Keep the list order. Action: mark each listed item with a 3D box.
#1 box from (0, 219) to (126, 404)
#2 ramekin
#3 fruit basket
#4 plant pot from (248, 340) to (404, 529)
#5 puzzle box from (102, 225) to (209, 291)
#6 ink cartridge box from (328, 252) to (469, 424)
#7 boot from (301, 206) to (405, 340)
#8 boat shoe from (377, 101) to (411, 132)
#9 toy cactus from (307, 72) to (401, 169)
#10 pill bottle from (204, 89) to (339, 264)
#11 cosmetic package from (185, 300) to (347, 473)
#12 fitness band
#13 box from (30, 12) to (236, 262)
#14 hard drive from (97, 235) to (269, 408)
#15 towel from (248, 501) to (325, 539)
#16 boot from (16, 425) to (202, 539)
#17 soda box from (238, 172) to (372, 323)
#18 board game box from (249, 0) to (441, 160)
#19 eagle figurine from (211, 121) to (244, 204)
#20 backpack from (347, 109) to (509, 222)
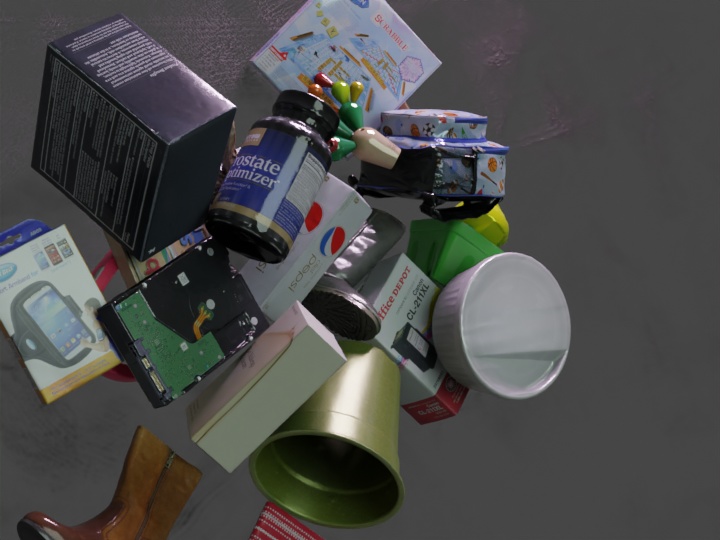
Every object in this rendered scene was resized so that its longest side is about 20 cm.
[{"bbox_3d":[-0.363,0.041,1.523,0.119,0.041,0.200,-30,99,-22],"label":"box"},{"bbox_3d":[0.189,0.081,1.822,0.202,0.094,0.203,5,80,-33],"label":"ramekin"},{"bbox_3d":[0.177,-0.034,1.956,0.215,0.155,0.216,0,90,-30],"label":"fruit basket"},{"bbox_3d":[-0.024,0.199,1.694,0.200,0.200,0.190,39,41,-22],"label":"plant pot"},{"bbox_3d":[-0.227,0.017,1.634,0.133,0.025,0.200,-26,95,-42],"label":"puzzle box"},{"bbox_3d":[0.072,0.097,1.854,0.200,0.083,0.146,44,53,-20],"label":"ink cartridge box"},{"bbox_3d":[0.001,-0.001,1.795,0.182,0.073,0.200,27,43,26],"label":"boot"},{"bbox_3d":[0.020,-0.278,1.947,0.200,0.072,0.076,47,51,-17],"label":"boat shoe"},{"bbox_3d":[-0.020,-0.196,1.767,0.165,0.102,0.200,27,28,-5],"label":"toy cactus"},{"bbox_3d":[-0.103,-0.118,1.619,0.112,0.112,0.200,34,69,-26],"label":"pill bottle"},{"bbox_3d":[-0.118,0.141,1.604,0.200,0.104,0.073,-45,109,2],"label":"cosmetic package"},{"bbox_3d":[-0.274,0.045,1.625,0.144,0.037,0.200,46,53,-21],"label":"fitness band"},{"bbox_3d":[-0.269,-0.155,1.541,0.198,0.200,0.123,40,47,17],"label":"box"},{"bbox_3d":[-0.211,0.059,1.584,0.200,0.038,0.140,-40,104,-47],"label":"hard drive"},{"bbox_3d":[-0.104,0.411,1.646,0.145,0.022,0.200,40,52,-20],"label":"towel"},{"bbox_3d":[-0.284,0.267,1.518,0.188,0.068,0.200,38,54,-23],"label":"boot"},{"bbox_3d":[-0.077,-0.029,1.716,0.200,0.068,0.064,-52,144,-5],"label":"soda box"},{"bbox_3d":[-0.020,-0.298,1.875,0.200,0.041,0.200,-45,109,-3],"label":"board game box"},{"bbox_3d":[-0.128,-0.115,1.758,0.152,0.151,0.200,-62,160,9],"label":"eagle figurine"},{"bbox_3d":[0.112,-0.154,1.863,0.190,0.200,0.154,7,98,-39],"label":"backpack"}]
